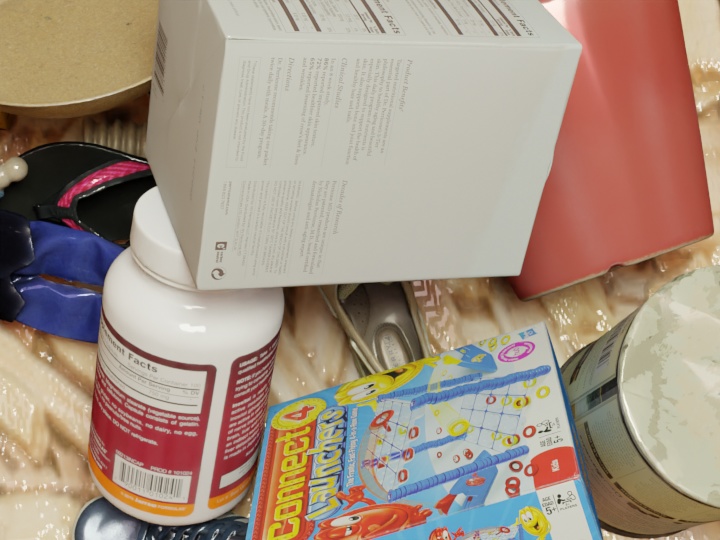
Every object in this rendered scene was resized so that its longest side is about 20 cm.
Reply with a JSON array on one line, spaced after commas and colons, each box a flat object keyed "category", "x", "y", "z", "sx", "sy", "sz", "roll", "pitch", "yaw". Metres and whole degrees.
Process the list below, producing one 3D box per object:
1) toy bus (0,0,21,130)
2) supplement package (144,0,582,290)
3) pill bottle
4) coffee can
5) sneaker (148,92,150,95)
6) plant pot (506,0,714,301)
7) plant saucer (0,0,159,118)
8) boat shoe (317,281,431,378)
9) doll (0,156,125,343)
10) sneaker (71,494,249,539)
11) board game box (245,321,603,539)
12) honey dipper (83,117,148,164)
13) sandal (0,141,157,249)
[{"category": "toy bus", "x": -0.263, "y": -0.203, "z": 1.004, "sx": 0.064, "sy": 0.078, "sz": 0.202, "roll": 9, "pitch": 74, "yaw": -4}, {"category": "supplement package", "x": -0.007, "y": -0.096, "z": 0.811, "sx": 0.198, "sy": 0.153, "sz": 0.151, "roll": -2, "pitch": 35, "yaw": -21}, {"category": "pill bottle", "x": -0.108, "y": 0.051, "z": 0.883, "sx": 0.112, "sy": 0.201, "sz": 0.113, "roll": 9, "pitch": 33, "yaw": -6}, {"category": "coffee can", "x": 0.210, "y": 0.092, "z": 0.917, "sx": 0.145, "sy": 0.200, "sz": 0.148, "roll": 2, "pitch": 75, "yaw": -6}, {"category": "sneaker", "x": -0.139, "y": -0.192, "z": 1.015, "sx": 0.075, "sy": 0.071, "sz": 0.201, "roll": -27, "pitch": 75, "yaw": -34}, {"category": "plant pot", "x": 0.147, "y": -0.084, "z": 0.971, "sx": 0.199, "sy": 0.200, "sz": 0.179, "roll": -18, "pitch": 87, "yaw": -11}, {"category": "plant saucer", "x": -0.187, "y": -0.157, "z": 0.913, "sx": 0.198, "sy": 0.036, "sz": 0.201, "roll": -1, "pitch": 46, "yaw": 1}, {"category": "boat shoe", "x": 0.000, "y": 0.000, "z": 0.979, "sx": 0.072, "sy": 0.065, "sz": 0.201, "roll": -22, "pitch": 84, "yaw": -9}, {"category": "doll", "x": -0.238, "y": -0.008, "z": 0.949, "sx": 0.198, "sy": 0.048, "sz": 0.138, "roll": 13, "pitch": 107, "yaw": 2}, {"category": "sneaker", "x": -0.091, "y": 0.185, "z": 0.918, "sx": 0.198, "sy": 0.085, "sz": 0.076, "roll": 14, "pitch": 74, "yaw": -2}, {"category": "board game box", "x": 0.036, "y": 0.123, "z": 0.851, "sx": 0.194, "sy": 0.200, "sz": 0.056, "roll": -18, "pitch": 111, "yaw": 8}, {"category": "honey dipper", "x": -0.098, "y": -0.086, "z": 1.015, "sx": 0.198, "sy": 0.038, "sz": 0.038, "roll": 2, "pitch": 75, "yaw": -8}, {"category": "sandal", "x": -0.159, "y": -0.046, "z": 0.978, "sx": 0.198, "sy": 0.045, "sz": 0.076, "roll": 2, "pitch": 111, "yaw": -8}]
